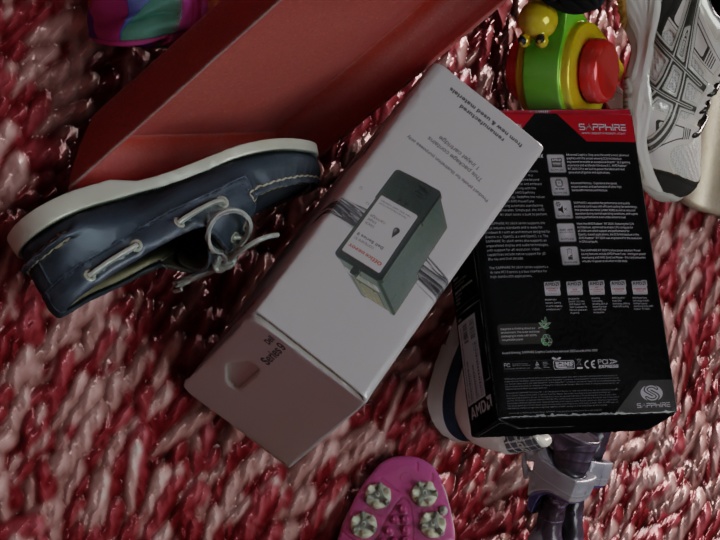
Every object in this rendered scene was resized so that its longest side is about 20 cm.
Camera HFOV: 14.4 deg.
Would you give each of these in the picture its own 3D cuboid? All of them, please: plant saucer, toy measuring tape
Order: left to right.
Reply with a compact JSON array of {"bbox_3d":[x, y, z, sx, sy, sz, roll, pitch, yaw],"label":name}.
[{"bbox_3d":[-0.043,-0.113,1.569,0.199,0.200,0.037,-5,63,-53],"label":"plant saucer"},{"bbox_3d":[0.144,-0.109,1.859,0.074,0.073,0.200,-65,146,-18],"label":"toy measuring tape"}]

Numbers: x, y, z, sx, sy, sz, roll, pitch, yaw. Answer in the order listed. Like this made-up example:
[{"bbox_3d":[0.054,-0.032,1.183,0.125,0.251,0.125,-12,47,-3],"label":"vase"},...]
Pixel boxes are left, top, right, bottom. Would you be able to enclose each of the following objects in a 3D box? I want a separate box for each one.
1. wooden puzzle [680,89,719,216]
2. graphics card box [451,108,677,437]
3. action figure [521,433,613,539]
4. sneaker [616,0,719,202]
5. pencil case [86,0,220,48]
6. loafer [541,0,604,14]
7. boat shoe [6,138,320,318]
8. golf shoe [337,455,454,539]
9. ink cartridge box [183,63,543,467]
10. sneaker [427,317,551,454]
[{"bbox_3d":[0.312,-0.122,2.058,0.200,0.046,0.186,11,89,-49],"label":"wooden puzzle"},{"bbox_3d":[0.120,0.001,1.771,0.125,0.051,0.201,-2,72,-22],"label":"graphics card box"},{"bbox_3d":[0.126,0.197,1.894,0.130,0.069,0.201,1,100,-56],"label":"action figure"},{"bbox_3d":[0.214,-0.134,1.838,0.076,0.087,0.201,-64,151,-57],"label":"sneaker"},{"bbox_3d":[-0.110,-0.219,1.530,0.088,0.088,0.201,-17,110,-46],"label":"pencil case"},{"bbox_3d":[0.093,-0.244,1.748,0.201,0.068,0.071,50,50,-22],"label":"loafer"},{"bbox_3d":[-0.097,-0.024,1.567,0.199,0.075,0.062,-17,73,-40],"label":"boat shoe"},{"bbox_3d":[0.017,0.218,1.779,0.092,0.075,0.201,95,2,-73],"label":"golf shoe"},{"bbox_3d":[0.000,0.000,1.639,0.084,0.146,0.200,38,63,-3],"label":"ink cartridge box"},{"bbox_3d":[0.110,0.019,1.829,0.076,0.080,0.201,19,82,-47],"label":"sneaker"}]
